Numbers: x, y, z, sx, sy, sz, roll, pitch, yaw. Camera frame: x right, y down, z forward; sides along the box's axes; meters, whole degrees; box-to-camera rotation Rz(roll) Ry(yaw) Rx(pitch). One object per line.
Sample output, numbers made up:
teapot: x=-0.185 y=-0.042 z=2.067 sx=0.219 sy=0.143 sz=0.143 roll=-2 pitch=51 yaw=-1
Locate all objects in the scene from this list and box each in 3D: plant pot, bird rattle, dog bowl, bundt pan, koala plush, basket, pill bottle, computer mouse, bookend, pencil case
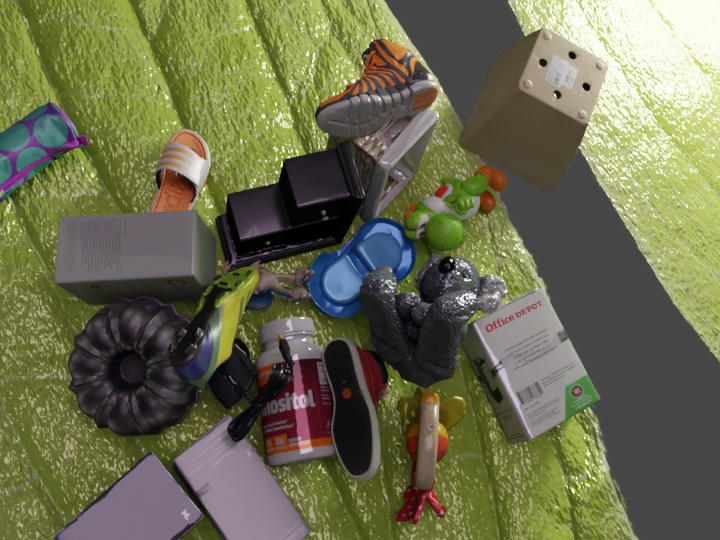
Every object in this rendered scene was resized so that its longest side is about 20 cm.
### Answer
plant pot: x=0.318 y=-0.294 z=1.327 sx=0.197 sy=0.177 sz=0.203 roll=27 pitch=69 yaw=-4
bird rattle: x=0.090 y=0.266 z=1.124 sx=0.110 sy=0.164 sz=0.203 roll=11 pitch=61 yaw=10
dog bowl: x=0.000 y=0.000 z=1.234 sx=0.199 sy=0.050 sz=0.112 roll=-36 pitch=84 yaw=-19
bundt pan: x=-0.321 y=0.139 z=1.069 sx=0.197 sy=0.076 sz=0.207 roll=0 pitch=91 yaw=4
koala plush: x=0.118 y=0.052 z=1.160 sx=0.174 sy=0.187 sz=0.200 roll=16 pitch=43 yaw=27
basket: x=0.024 y=-0.195 z=1.222 sx=0.123 sy=0.201 sz=0.136 roll=40 pitch=69 yaw=7
pill bottle: x=-0.097 y=0.179 z=1.125 sx=0.110 sy=0.113 sz=0.205 roll=-6 pitch=74 yaw=-14
computer mouse: x=-0.165 y=0.130 z=1.077 sx=0.046 sy=0.200 sz=0.141 roll=37 pitch=99 yaw=-33
bookend: x=-0.113 y=-0.094 z=1.158 sx=0.195 sy=0.200 sz=0.094 roll=-14 pitch=76 yaw=-17
pencil case: x=-0.518 y=-0.167 z=1.150 sx=0.092 sy=0.086 sz=0.200 roll=39 pitch=69 yaw=18

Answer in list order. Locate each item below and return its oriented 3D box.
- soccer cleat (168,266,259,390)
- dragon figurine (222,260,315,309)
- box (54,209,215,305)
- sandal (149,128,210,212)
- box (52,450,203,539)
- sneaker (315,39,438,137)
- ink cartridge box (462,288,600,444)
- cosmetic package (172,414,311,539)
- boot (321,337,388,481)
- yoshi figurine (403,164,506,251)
soccer cleat: x=-0.197 y=0.077 z=1.066 sx=0.063 sy=0.085 sz=0.202 roll=-1 pitch=42 yaw=30
dragon figurine: x=-0.168 y=0.025 z=1.179 sx=0.196 sy=0.099 sz=0.060 roll=-8 pitch=71 yaw=24
box: x=-0.319 y=-0.016 z=1.104 sx=0.195 sy=0.125 sz=0.100 roll=-3 pitch=73 yaw=2
sandal: x=-0.288 y=-0.134 z=1.204 sx=0.077 sy=0.059 sz=0.211 roll=14 pitch=71 yaw=-8
box: x=-0.291 y=0.332 z=0.988 sx=0.148 sy=0.200 sz=0.107 roll=-40 pitch=85 yaw=-21
sneaker: x=0.009 y=-0.269 z=1.117 sx=0.197 sy=0.078 sz=0.113 roll=-19 pitch=64 yaw=-23
ink cartridge box: x=0.268 y=0.153 z=1.229 sx=0.144 sy=0.084 sz=0.203 roll=-22 pitch=79 yaw=-18
cosmetic package: x=-0.170 y=0.323 z=1.080 sx=0.106 sy=0.090 sz=0.201 roll=-36 pitch=81 yaw=-23
boot: x=0.013 y=0.208 z=1.127 sx=0.071 sy=0.144 sz=0.204 roll=-19 pitch=66 yaw=21
yoshi figurine: x=0.163 y=-0.091 z=1.256 sx=0.198 sy=0.111 sz=0.114 roll=-30 pitch=107 yaw=-29
